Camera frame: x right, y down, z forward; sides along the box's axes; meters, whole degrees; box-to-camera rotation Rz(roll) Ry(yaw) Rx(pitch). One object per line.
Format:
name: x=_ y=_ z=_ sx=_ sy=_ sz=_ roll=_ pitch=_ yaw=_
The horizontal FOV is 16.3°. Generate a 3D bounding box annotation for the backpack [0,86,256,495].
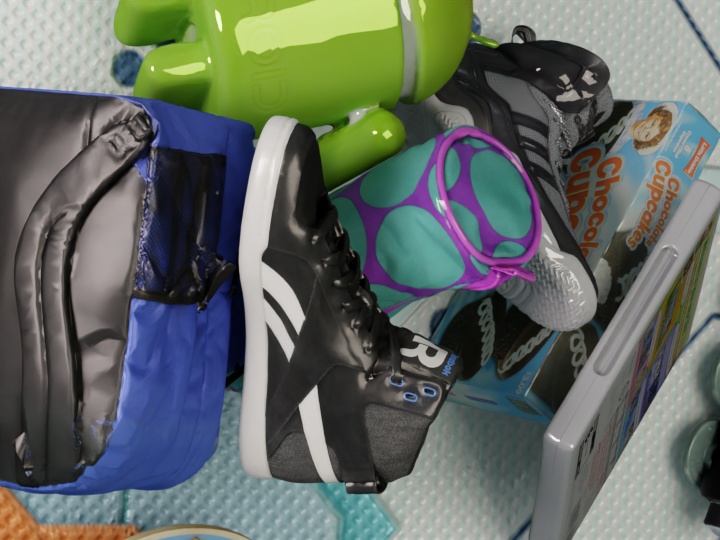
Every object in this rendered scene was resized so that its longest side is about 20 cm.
backpack: x=-0.130 y=0.016 z=1.295 sx=0.167 sy=0.162 sz=0.201 roll=10 pitch=86 yaw=-51

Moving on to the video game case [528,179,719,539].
video game case: x=0.151 y=0.065 z=1.461 sx=0.022 sy=0.200 sz=0.182 roll=28 pitch=67 yaw=14

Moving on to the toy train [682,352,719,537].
toy train: x=0.279 y=0.082 z=1.597 sx=0.114 sy=0.085 sz=0.201 roll=25 pitch=80 yaw=-40

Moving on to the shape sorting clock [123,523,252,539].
shape sorting clock: x=-0.111 y=0.233 z=1.370 sx=0.199 sy=0.039 sz=0.201 roll=-19 pitch=123 yaw=-32

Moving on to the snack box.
snack box: x=0.119 y=-0.009 z=1.469 sx=0.037 sy=0.116 sz=0.201 roll=38 pitch=74 yaw=-29

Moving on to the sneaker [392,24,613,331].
sneaker: x=0.105 y=-0.063 z=1.426 sx=0.113 sy=0.076 sz=0.201 roll=-21 pitch=61 yaw=-21

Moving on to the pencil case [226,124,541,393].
pencil case: x=0.000 y=0.000 z=1.353 sx=0.085 sy=0.199 sz=0.093 roll=9 pitch=60 yaw=-49

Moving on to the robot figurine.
robot figurine: x=-0.029 y=-0.136 z=1.355 sx=0.199 sy=0.116 sz=0.176 roll=-13 pitch=76 yaw=-15

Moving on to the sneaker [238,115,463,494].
sneaker: x=-0.001 y=0.019 z=1.277 sx=0.111 sy=0.073 sz=0.201 roll=7 pitch=118 yaw=10
